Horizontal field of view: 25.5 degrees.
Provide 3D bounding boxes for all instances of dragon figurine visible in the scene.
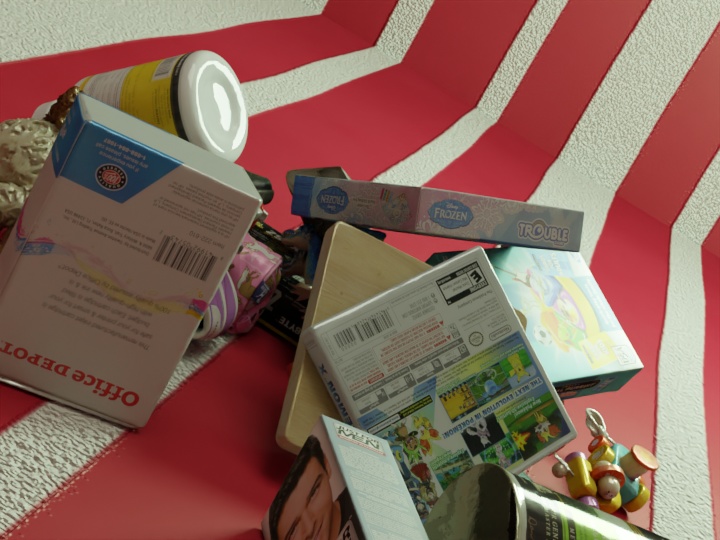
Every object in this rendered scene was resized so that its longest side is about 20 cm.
[{"bbox_3d":[0.000,0.000,1.458,0.198,0.059,0.100,0,43,28],"label":"dragon figurine"}]

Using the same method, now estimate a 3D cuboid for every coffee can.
[{"bbox_3d":[0.149,0.239,1.121,0.198,0.147,0.147,24,17,-20],"label":"coffee can"}]

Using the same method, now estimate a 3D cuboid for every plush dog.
[{"bbox_3d":[-0.247,-0.037,1.292,0.199,0.160,0.173,7,52,-54],"label":"plush dog"}]

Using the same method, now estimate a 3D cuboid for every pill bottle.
[{"bbox_3d":[-0.217,-0.140,1.535,0.198,0.113,0.112,-9,-3,27],"label":"pill bottle"}]

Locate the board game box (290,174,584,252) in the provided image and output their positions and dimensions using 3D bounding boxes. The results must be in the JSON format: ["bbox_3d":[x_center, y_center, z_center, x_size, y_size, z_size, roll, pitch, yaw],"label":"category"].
[{"bbox_3d":[0.070,-0.053,1.489,0.198,0.044,0.198,6,1,-36],"label":"board game box"}]

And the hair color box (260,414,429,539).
[{"bbox_3d":[-0.007,0.193,1.060,0.060,0.100,0.200,23,17,-20],"label":"hair color box"}]

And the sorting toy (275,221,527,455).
[{"bbox_3d":[0.027,0.095,1.323,0.199,0.069,0.201,26,59,-22],"label":"sorting toy"}]

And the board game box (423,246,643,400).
[{"bbox_3d":[0.161,0.051,1.518,0.199,0.047,0.152,-5,59,-42],"label":"board game box"}]

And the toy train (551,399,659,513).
[{"bbox_3d":[0.227,0.168,1.568,0.199,0.055,0.151,12,47,-53],"label":"toy train"}]

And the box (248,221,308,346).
[{"bbox_3d":[-0.086,0.008,1.589,0.199,0.050,0.160,33,13,8],"label":"box"}]

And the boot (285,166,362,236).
[{"bbox_3d":[0.011,-0.024,1.639,0.185,0.065,0.201,21,-27,13],"label":"boot"}]

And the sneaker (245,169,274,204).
[{"bbox_3d":[-0.175,-0.126,1.616,0.198,0.116,0.076,16,11,24],"label":"sneaker"}]

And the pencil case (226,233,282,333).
[{"bbox_3d":[-0.169,-0.024,1.467,0.199,0.083,0.087,32,19,3],"label":"pencil case"}]

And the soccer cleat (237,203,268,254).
[{"bbox_3d":[-0.147,-0.052,1.305,0.085,0.069,0.200,45,23,16],"label":"soccer cleat"}]

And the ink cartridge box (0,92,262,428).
[{"bbox_3d":[-0.184,-0.005,1.166,0.143,0.201,0.085,24,12,-23],"label":"ink cartridge box"}]

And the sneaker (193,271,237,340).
[{"bbox_3d":[-0.170,-0.033,1.368,0.202,0.072,0.114,59,10,1],"label":"sneaker"}]

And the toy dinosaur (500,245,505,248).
[{"bbox_3d":[0.128,0.067,1.610,0.104,0.202,0.182,4,28,0],"label":"toy dinosaur"}]

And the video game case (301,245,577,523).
[{"bbox_3d":[0.068,0.095,1.293,0.199,0.022,0.184,-24,85,-38],"label":"video game case"}]

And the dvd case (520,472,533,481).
[{"bbox_3d":[0.085,0.169,1.455,0.145,0.022,0.200,14,21,-46],"label":"dvd case"}]
